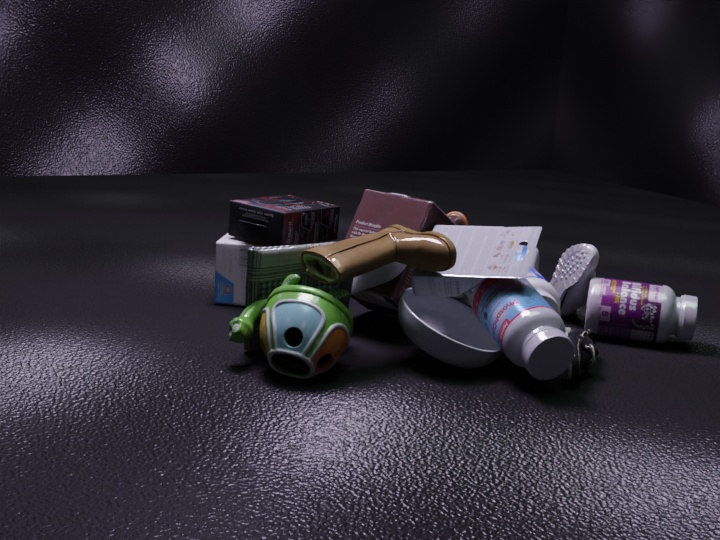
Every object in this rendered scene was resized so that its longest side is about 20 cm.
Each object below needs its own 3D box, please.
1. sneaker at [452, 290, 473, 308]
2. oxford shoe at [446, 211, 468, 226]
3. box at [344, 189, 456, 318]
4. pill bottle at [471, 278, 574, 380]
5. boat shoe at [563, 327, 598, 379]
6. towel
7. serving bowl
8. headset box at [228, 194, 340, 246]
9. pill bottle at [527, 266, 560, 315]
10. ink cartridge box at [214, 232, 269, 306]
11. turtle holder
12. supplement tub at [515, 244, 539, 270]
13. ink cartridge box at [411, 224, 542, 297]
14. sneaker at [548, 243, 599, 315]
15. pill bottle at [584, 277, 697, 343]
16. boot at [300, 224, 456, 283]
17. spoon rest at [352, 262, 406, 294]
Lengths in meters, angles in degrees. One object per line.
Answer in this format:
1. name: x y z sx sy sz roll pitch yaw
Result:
1. sneaker: 0.196 0.038 1.657 0.077 0.087 0.200 -13 -46 43
2. oxford shoe: 0.187 -0.015 1.816 0.071 0.202 0.073 -3 14 17
3. box: 0.074 -0.023 1.707 0.165 0.201 0.164 16 -13 39
4. pill bottle: 0.268 0.089 1.463 0.108 0.109 0.200 -1 29 -19
5. boat shoe: 0.373 0.139 1.510 0.060 0.075 0.200 2 5 13
6. towel: -0.102 0.045 1.522 0.199 0.194 0.035 -6 23 -28
7. serving bowl: 0.147 0.109 1.525 0.199 0.066 0.200 23 18 -8
8. headset box: -0.159 -0.100 1.796 0.148 0.076 0.199 15 16 34
9. pill bottle: 0.323 0.060 1.726 0.111 0.113 0.200 2 14 -4
10. ink cartridge box: -0.185 0.000 1.814 0.198 0.130 0.125 6 14 5
11. turtle holder: -0.108 0.092 1.421 0.185 0.141 0.132 27 52 -8
12. supplement tub: 0.277 0.003 1.909 0.198 0.133 0.132 7 14 16
13. ink cartridge box: 0.203 -0.017 1.540 0.198 0.057 0.163 5 37 20
14. sneaker: 0.438 0.018 1.789 0.080 0.201 0.077 4 52 -14
15. pill bottle: 0.535 0.078 1.700 0.198 0.113 0.112 7 14 16
16. boot: 0.032 -0.017 1.454 0.199 0.067 0.174 -18 22 -40
17. spoon rest: 0.000 0.000 1.611 0.199 0.061 0.100 -29 55 2
